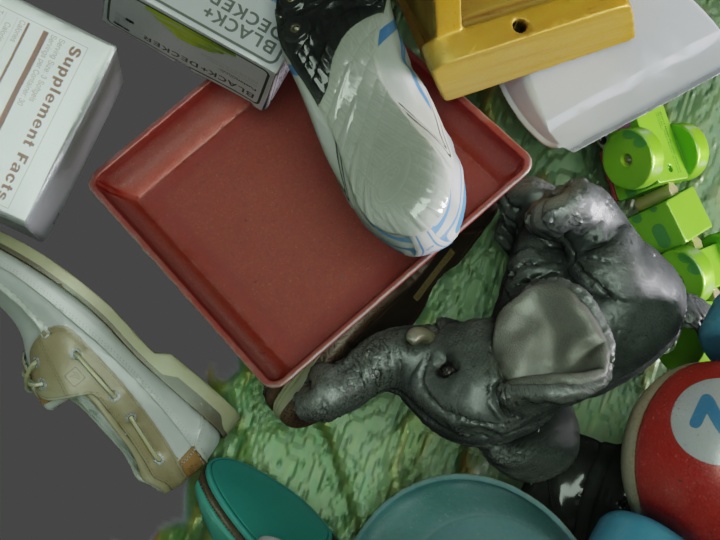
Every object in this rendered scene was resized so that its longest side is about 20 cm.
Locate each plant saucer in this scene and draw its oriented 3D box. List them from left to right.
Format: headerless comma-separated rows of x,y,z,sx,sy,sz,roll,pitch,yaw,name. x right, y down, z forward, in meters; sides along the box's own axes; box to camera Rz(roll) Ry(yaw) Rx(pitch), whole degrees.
-0.030,-0.050,0.980,0.200,0.037,0.200,-40,59,-8,plant saucer
0.070,0.220,0.966,0.199,0.036,0.201,-3,85,36,plant saucer

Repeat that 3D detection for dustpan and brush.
0.120,-0.171,1.015,0.139,0.057,0.200,-28,77,-17,dustpan and brush

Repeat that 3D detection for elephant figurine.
0.090,0.054,0.953,0.200,0.155,0.142,-54,127,-28,elephant figurine

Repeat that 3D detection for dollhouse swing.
0.067,-0.227,0.895,0.181,0.176,0.201,-19,77,-15,dollhouse swing

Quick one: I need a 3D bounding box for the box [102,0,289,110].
-0.058,-0.213,0.993,0.116,0.060,0.201,30,72,-3,box

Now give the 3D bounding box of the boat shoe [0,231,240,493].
-0.168,0.052,0.976,0.200,0.075,0.068,38,77,-4,boat shoe

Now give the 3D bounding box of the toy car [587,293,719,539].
0.254,0.122,0.864,0.177,0.200,0.185,42,67,-24,toy car

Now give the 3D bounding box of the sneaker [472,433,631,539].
0.106,0.190,1.006,0.090,0.076,0.201,17,88,16,sneaker

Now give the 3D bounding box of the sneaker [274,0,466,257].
0.003,-0.098,0.921,0.072,0.073,0.201,-20,70,2,sneaker

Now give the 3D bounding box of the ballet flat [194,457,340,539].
-0.029,0.189,0.969,0.200,0.067,0.071,31,117,25,ballet flat

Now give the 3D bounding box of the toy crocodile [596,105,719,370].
0.190,-0.034,1.033,0.067,0.062,0.201,-17,85,-47,toy crocodile

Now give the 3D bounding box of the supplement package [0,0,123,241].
-0.252,-0.113,0.956,0.199,0.117,0.118,26,84,-5,supplement package

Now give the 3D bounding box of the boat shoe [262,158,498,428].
0.002,0.002,1.008,0.075,0.075,0.202,36,80,24,boat shoe

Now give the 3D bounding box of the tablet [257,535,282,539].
0.027,0.227,0.907,0.199,0.014,0.131,15,117,14,tablet
